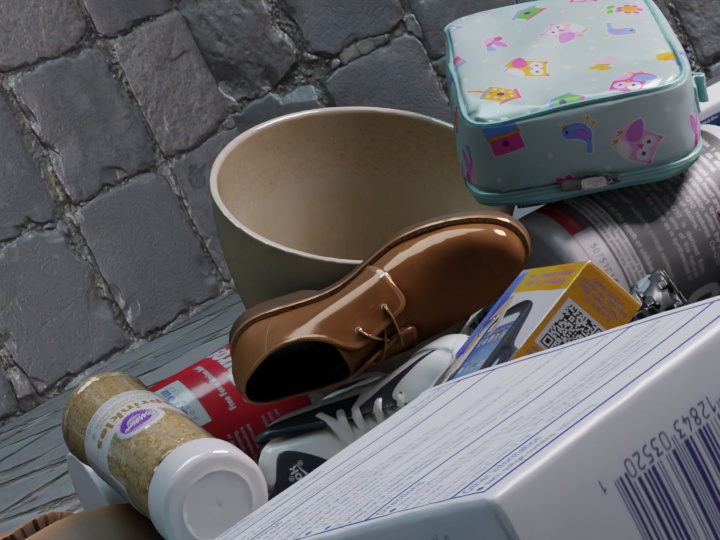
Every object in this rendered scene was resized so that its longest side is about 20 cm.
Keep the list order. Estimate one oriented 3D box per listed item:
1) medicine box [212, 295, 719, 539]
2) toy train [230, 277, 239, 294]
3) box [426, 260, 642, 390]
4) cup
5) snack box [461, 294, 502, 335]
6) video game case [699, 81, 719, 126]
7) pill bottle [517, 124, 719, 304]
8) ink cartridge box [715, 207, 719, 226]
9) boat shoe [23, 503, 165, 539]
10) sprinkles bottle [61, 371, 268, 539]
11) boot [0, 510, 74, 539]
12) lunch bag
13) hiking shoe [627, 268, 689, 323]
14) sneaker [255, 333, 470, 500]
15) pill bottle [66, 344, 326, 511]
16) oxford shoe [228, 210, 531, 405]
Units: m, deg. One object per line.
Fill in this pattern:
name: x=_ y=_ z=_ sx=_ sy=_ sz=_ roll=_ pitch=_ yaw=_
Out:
medicine box: x=0.054 y=0.105 z=0.758 sx=0.200 sy=0.103 sz=0.182 roll=-23 pitch=6 yaw=46
toy train: x=-0.003 y=0.031 z=1.542 sx=0.150 sy=0.056 sz=0.200 roll=17 pitch=-12 yaw=22
box: x=0.050 y=0.083 z=1.028 sx=0.200 sy=0.041 sz=0.119 roll=-49 pitch=7 yaw=-10
cup: x=0.000 y=0.000 z=1.367 sx=0.199 sy=0.144 sz=0.201 roll=1 pitch=34 yaw=-1
snack box: x=0.128 y=0.015 z=1.474 sx=0.116 sy=0.037 sz=0.200 roll=-41 pitch=-3 yaw=-9
video game case: x=0.244 y=-0.062 z=1.441 sx=0.143 sy=0.018 sz=0.200 roll=-26 pitch=-32 yaw=-5
pill bottle: x=0.206 y=-0.024 z=1.329 sx=0.200 sy=0.114 sz=0.114 roll=-27 pitch=4 yaw=-17
ink cartridge box: x=0.317 y=-0.052 z=1.198 sx=0.144 sy=0.084 sz=0.200 roll=-24 pitch=4 yaw=35
boat shoe: x=-0.193 y=0.202 z=1.272 sx=0.199 sy=0.070 sz=0.070 roll=-13 pitch=43 yaw=-22
sprinkles bottle: x=-0.126 y=0.118 z=1.275 sx=0.068 sy=0.068 sz=0.200 roll=-28 pitch=22 yaw=-19
boot: x=-0.295 y=0.241 z=1.477 sx=0.200 sy=0.075 sz=0.107 roll=-19 pitch=-5 yaw=-43
lunch bag: x=0.138 y=-0.113 z=1.323 sx=0.160 sy=0.077 sz=0.200 roll=-8 pitch=28 yaw=1
hiking shoe: x=0.142 y=0.058 z=1.115 sx=0.087 sy=0.074 sz=0.200 roll=-39 pitch=-6 yaw=15
sneaker: x=0.004 y=0.107 z=1.229 sx=0.129 sy=0.080 sz=0.199 roll=-35 pitch=13 yaw=-30
pill bottle: x=-0.100 y=0.119 z=1.441 sx=0.200 sy=0.113 sz=0.112 roll=-28 pitch=5 yaw=-21
oxford shoe: x=0.014 y=0.031 z=1.225 sx=0.200 sy=0.071 sz=0.071 roll=-27 pitch=25 yaw=11
